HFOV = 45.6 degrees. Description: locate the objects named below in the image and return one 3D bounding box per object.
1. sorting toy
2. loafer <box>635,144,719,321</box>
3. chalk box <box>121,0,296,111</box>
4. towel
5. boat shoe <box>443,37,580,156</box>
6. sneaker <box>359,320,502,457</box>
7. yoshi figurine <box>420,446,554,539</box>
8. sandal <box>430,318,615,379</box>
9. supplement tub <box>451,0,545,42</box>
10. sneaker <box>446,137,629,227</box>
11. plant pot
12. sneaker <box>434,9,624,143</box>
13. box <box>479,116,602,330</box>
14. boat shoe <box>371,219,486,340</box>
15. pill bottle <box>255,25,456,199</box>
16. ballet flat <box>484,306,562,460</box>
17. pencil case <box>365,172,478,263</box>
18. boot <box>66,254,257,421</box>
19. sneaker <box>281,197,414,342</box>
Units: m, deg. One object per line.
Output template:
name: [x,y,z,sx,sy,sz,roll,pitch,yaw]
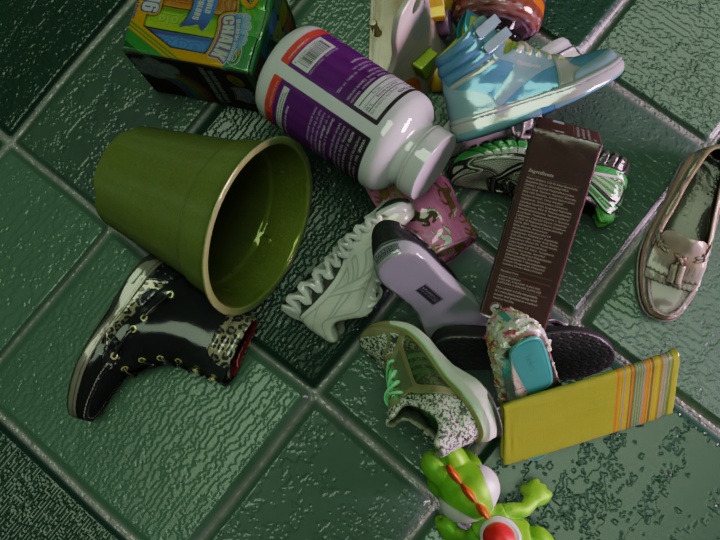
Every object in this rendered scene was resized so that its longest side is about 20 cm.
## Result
sorting toy: [0.051,-0.295,0.954,0.107,0.180,0.201,1,80,7]
loafer: [0.352,-0.044,0.931,0.072,0.063,0.200,19,81,9]
chalk box: [-0.151,-0.270,1.001,0.199,0.125,0.124,12,81,7]
towel: [0.235,0.139,0.882,0.199,0.086,0.018,-15,34,-12]
boat shoe: [0.178,-0.182,0.978,0.200,0.071,0.070,-36,75,-8]
sneaker: [0.051,0.121,0.887,0.088,0.077,0.200,-28,41,-26]
yoshi figurine: [0.135,0.257,0.893,0.112,0.112,0.200,-36,89,-39]
sandal: [0.175,0.074,0.924,0.200,0.075,0.048,5,45,-2]
supplement tub: [0.163,-0.336,0.987,0.107,0.107,0.201,9,79,8]
sneaker: [0.195,-0.096,0.952,0.199,0.078,0.085,8,81,7]
plant pot: [-0.185,-0.076,0.950,0.190,0.200,0.200,20,82,23]
sneaker: [0.172,-0.227,0.905,0.200,0.080,0.131,-22,96,-4]
box: [0.186,-0.050,0.886,0.075,0.100,0.200,15,110,9]
boat shoe: [0.074,0.015,0.900,0.069,0.200,0.057,-29,47,15]
pill bottle: [-0.004,-0.160,0.888,0.200,0.112,0.113,36,85,14]
ballet flat: [0.168,0.112,0.883,0.075,0.200,0.064,-21,40,-9]
pencil case: [0.050,-0.092,0.966,0.083,0.087,0.200,-19,73,-42]
boot: [-0.223,0.102,0.963,0.153,0.073,0.204,27,84,8]
sneaker: [0.000,0.000,0.934,0.081,0.075,0.200,45,120,3]
